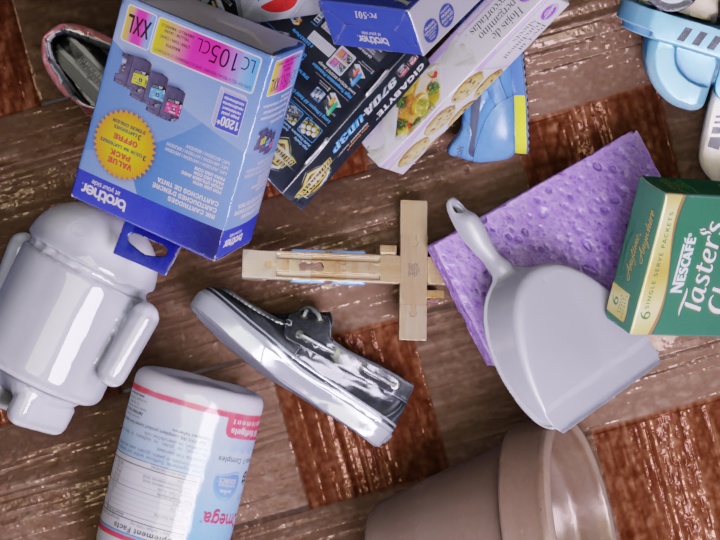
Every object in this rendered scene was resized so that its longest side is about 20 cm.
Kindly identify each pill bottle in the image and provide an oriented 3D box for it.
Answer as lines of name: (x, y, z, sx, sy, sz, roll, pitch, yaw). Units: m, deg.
pill bottle: (-0.152, 0.186, 1.687, 0.108, 0.109, 0.202, 14, 91, 1)

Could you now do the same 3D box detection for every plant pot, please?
plant pot: (0.101, 0.225, 1.658, 0.173, 0.200, 0.202, -12, 91, 20)

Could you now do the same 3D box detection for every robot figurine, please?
robot figurine: (-0.237, 0.030, 1.684, 0.169, 0.113, 0.201, 28, 92, 29)

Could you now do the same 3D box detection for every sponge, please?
sponge: (0.165, -0.019, 1.703, 0.199, 0.030, 0.112, -29, 91, -9)

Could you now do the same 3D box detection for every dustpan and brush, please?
dustpan and brush: (0.134, 0.021, 1.650, 0.139, 0.057, 0.201, -30, 89, -36)

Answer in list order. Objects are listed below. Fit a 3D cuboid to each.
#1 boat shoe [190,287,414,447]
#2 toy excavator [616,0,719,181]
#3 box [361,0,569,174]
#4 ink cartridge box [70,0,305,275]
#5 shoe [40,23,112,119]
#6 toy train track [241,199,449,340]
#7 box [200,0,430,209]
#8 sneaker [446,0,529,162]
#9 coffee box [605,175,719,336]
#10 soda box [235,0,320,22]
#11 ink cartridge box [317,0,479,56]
boat shoe: (-0.046, 0.064, 1.710, 0.199, 0.072, 0.071, 35, 82, -10)
toy excavator: (0.290, -0.147, 1.693, 0.193, 0.100, 0.202, 17, 105, 0)
box: (0.080, -0.159, 1.656, 0.200, 0.041, 0.039, -45, 64, 19)
ink cartridge box: (-0.137, -0.100, 1.601, 0.135, 0.076, 0.202, 23, 111, 15)
shoe: (-0.181, -0.123, 1.692, 0.200, 0.091, 0.072, 44, 91, 0)
toy train track: (0.000, 0.000, 1.713, 0.198, 0.033, 0.116, 2, 82, -7)
box: (-0.066, -0.173, 1.673, 0.200, 0.046, 0.159, 42, 92, 26)
sneaker: (0.097, -0.190, 1.700, 0.078, 0.066, 0.202, -2, 91, 5)
coffee box: (0.298, -0.007, 1.651, 0.198, 0.044, 0.124, 4, 111, -27)
soda box: (-0.076, -0.295, 1.655, 0.067, 0.064, 0.202, -9, 58, 0)
ink cartridge box: (0.065, -0.243, 1.614, 0.200, 0.093, 0.044, -46, 131, -31)
